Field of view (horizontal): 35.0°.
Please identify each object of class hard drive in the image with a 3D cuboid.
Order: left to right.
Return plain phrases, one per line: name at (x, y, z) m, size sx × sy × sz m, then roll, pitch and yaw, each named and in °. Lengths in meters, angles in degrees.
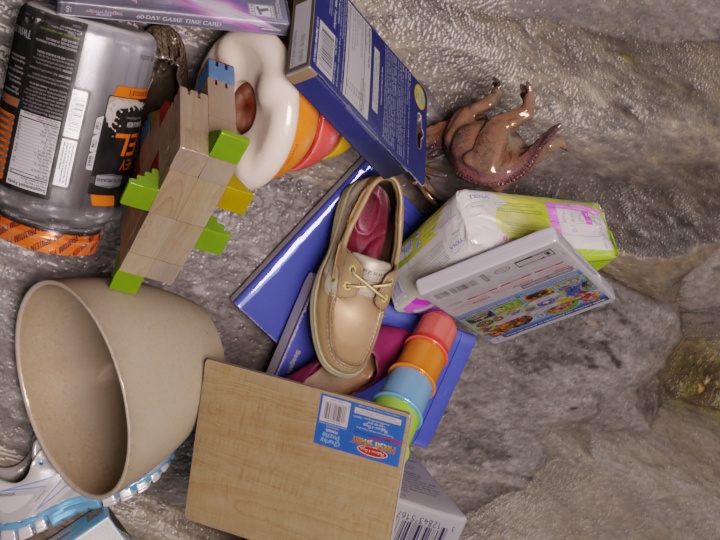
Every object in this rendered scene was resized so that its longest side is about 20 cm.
hard drive at (-0.020, -0.001, 1.181) m, size 0.200 × 0.025 × 0.132 m, roll -47°, pitch 116°, yaw -2°
hard drive at (0.010, 0.097, 1.186) m, size 0.198 × 0.025 × 0.133 m, roll 20°, pitch 99°, yaw -26°

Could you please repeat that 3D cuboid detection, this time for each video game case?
video game case at (-0.165, -0.268, 0.993) m, size 0.197 × 0.145 × 0.019 m, roll 2°, pitch 145°, yaw -21°
video game case at (0.158, 0.020, 1.125) m, size 0.142 × 0.018 × 0.200 m, roll -22°, pitch 154°, yaw 20°

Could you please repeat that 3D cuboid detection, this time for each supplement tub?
supplement tub at (-0.257, -0.123, 1.004) m, size 0.121 × 0.123 × 0.203 m, roll 11°, pitch 103°, yaw -22°

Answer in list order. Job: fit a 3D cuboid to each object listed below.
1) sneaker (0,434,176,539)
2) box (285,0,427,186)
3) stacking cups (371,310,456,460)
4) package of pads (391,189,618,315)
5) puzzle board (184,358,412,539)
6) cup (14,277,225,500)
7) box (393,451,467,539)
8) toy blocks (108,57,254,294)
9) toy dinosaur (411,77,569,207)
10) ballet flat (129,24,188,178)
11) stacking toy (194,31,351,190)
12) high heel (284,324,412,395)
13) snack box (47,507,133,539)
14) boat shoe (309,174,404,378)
sneaker at (-0.279, 0.191, 1.123) m, size 0.198 × 0.075 × 0.088 m, roll -22°, pitch 107°, yaw -13°
box at (0.002, -0.170, 1.044) m, size 0.032 × 0.123 × 0.200 m, roll -16°, pitch 144°, yaw 29°
stacking cups at (0.037, 0.117, 1.078) m, size 0.061 × 0.060 × 0.201 m, roll 50°, pitch 45°, yaw -26°
package of pads at (0.143, -0.013, 1.152) m, size 0.197 × 0.069 × 0.154 m, roll 3°, pitch 151°, yaw -32°
puzzle board at (-0.057, 0.173, 1.009) m, size 0.197 × 0.017 × 0.153 m, roll 13°, pitch 100°, yaw 18°
cup at (-0.211, 0.093, 1.066) m, size 0.142 × 0.199 × 0.204 m, roll -16°, pitch 113°, yaw -40°
box at (-0.024, 0.227, 1.153) m, size 0.182 × 0.200 × 0.106 m, roll 21°, pitch 99°, yaw -24°
toy blocks at (-0.159, -0.092, 0.991) m, size 0.099 × 0.138 × 0.201 m, roll 15°, pitch 132°, yaw -24°
toy dinosaur at (0.115, -0.114, 1.118) m, size 0.135 × 0.199 × 0.086 m, roll -42°, pitch 125°, yaw -19°
ballet flat at (-0.183, -0.128, 1.071) m, size 0.066 × 0.046 × 0.203 m, roll -4°, pitch 107°, yaw -19°
stacking toy at (-0.047, -0.147, 1.083) m, size 0.198 × 0.145 × 0.148 m, roll -1°, pitch 109°, yaw -45°
high heel at (-0.024, 0.114, 1.100) m, size 0.198 × 0.096 × 0.068 m, roll -23°, pitch 114°, yaw -13°
snack box at (-0.261, 0.353, 1.195) m, size 0.115 × 0.037 × 0.202 m, roll -32°, pitch 114°, yaw -8°
boat shoe at (0.000, 0.000, 1.093) m, size 0.073 × 0.066 × 0.203 m, roll 13°, pitch 72°, yaw -22°
